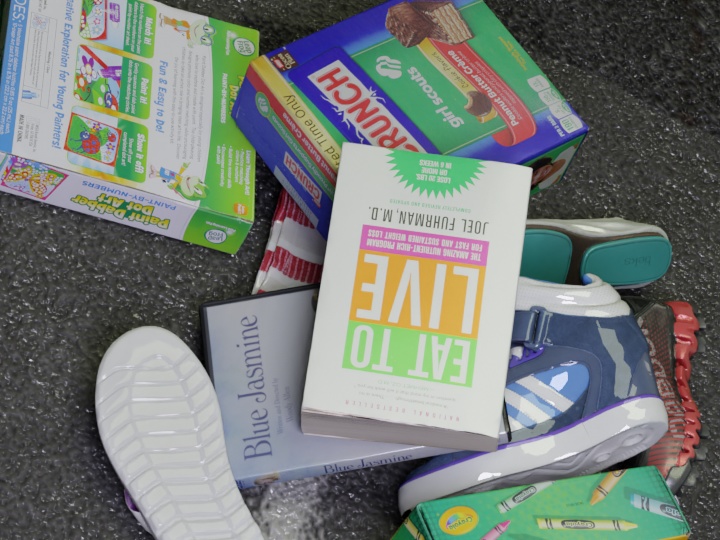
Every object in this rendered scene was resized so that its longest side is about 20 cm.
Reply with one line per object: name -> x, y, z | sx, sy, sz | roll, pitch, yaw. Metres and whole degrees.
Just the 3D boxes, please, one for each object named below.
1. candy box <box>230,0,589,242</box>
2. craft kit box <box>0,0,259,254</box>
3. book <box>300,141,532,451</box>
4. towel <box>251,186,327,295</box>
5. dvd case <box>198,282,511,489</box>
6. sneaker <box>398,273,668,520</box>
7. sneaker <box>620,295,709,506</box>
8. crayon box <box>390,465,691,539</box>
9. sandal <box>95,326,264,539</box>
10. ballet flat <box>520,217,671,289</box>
candy box -> 0.035, -0.108, 1.778 | 0.199, 0.077, 0.169 | -27, 67, -28
craft kit box -> -0.172, -0.122, 1.782 | 0.196, 0.049, 0.201 | 14, 47, -15
book -> 0.039, 0.017, 1.633 | 0.133, 0.048, 0.201 | 7, 64, 3
towel -> 0.000, 0.000, 1.751 | 0.143, 0.023, 0.201 | 12, 48, 3
dvd case -> -0.006, 0.068, 1.651 | 0.199, 0.018, 0.143 | -10, 58, 2
sneaker -> 0.102, 0.079, 1.684 | 0.199, 0.081, 0.147 | -22, 64, 3
sneaker -> 0.201, 0.093, 1.784 | 0.097, 0.071, 0.201 | 19, 44, -14
crayon box -> 0.105, 0.195, 1.607 | 0.199, 0.119, 0.058 | -5, 55, -32
sandal -> -0.121, 0.136, 1.587 | 0.082, 0.050, 0.204 | -16, 73, -21
ballet flat -> 0.148, -0.013, 1.861 | 0.199, 0.070, 0.070 | -3, 54, -36
